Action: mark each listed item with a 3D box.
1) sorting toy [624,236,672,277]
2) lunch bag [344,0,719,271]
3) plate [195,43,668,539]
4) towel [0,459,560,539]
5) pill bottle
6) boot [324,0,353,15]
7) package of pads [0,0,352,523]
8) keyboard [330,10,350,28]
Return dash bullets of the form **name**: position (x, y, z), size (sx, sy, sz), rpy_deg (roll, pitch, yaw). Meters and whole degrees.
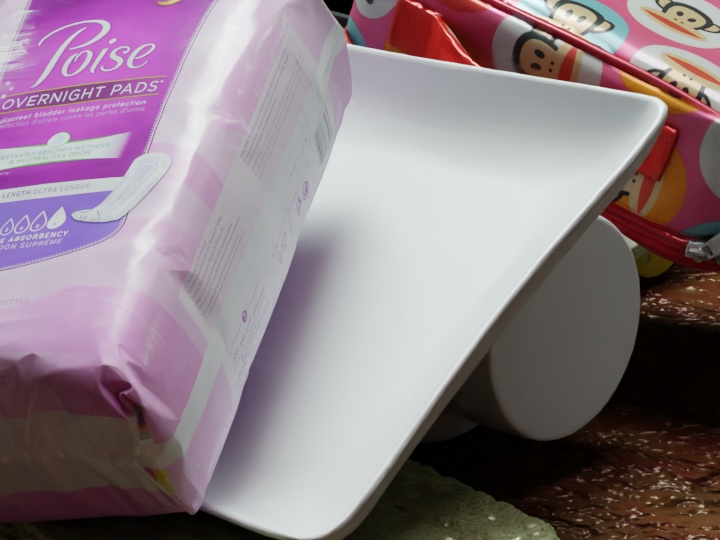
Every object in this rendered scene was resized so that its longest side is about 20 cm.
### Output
- **sorting toy**: position (0.029, -0.044, 1.263), size (0.200, 0.107, 0.180), rpy_deg (-18, 16, -40)
- **lunch bag**: position (0.097, -0.080, 1.110), size (0.200, 0.082, 0.176), rpy_deg (31, 32, 23)
- **plate**: position (-0.023, 0.005, 0.971), size (0.200, 0.032, 0.200), rpy_deg (14, 53, 40)
- **towel**: position (-0.042, 0.086, 0.939), size (0.148, 0.037, 0.200), rpy_deg (-13, 20, -37)
- **pill bottle**: position (0.000, 0.000, 1.081), size (0.200, 0.111, 0.111), rpy_deg (15, 24, 41)
- **boot**: position (-0.037, -0.087, 1.307), size (0.166, 0.072, 0.200), rpy_deg (-21, -6, 27)
- **package of pads**: position (-0.084, -0.009, 0.936), size (0.120, 0.076, 0.200), rpy_deg (-4, 43, 24)
- **keyboard**: position (-0.077, -0.072, 1.147), size (0.127, 0.021, 0.200), rpy_deg (-28, -16, 25)
